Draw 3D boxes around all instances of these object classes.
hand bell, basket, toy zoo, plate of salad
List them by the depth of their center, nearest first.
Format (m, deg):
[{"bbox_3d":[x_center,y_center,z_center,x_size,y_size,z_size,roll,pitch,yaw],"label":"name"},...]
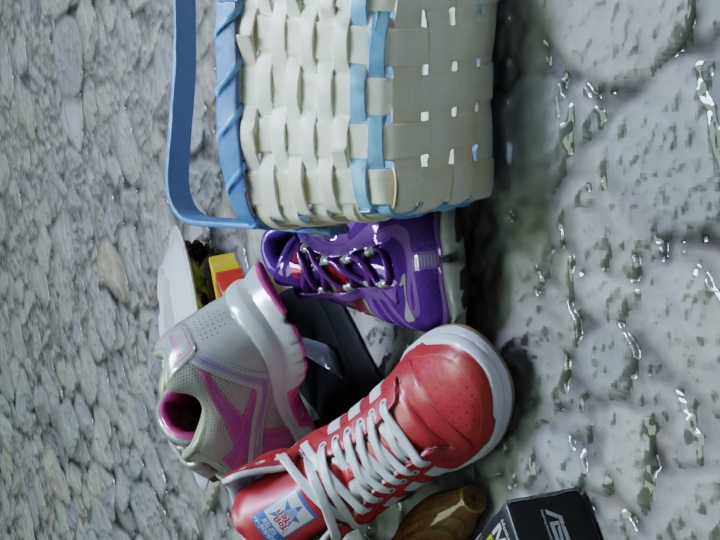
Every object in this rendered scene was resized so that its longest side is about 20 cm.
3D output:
[{"bbox_3d":[-0.027,-0.099,0.933,0.199,0.139,0.178,12,106,36],"label":"basket"},{"bbox_3d":[0.014,0.167,1.040,0.200,0.103,0.105,-46,52,47],"label":"hand bell"},{"bbox_3d":[-0.079,0.064,1.237,0.200,0.020,0.133,-129,29,-76],"label":"toy zoo"},{"bbox_3d":[-0.121,0.065,1.372,0.200,0.048,0.202,174,90,-79],"label":"plate of salad"}]

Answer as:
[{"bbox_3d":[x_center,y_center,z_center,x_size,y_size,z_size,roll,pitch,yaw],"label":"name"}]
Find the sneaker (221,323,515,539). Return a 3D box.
[{"bbox_3d":[-0.002,0.101,0.957,0.072,0.112,0.200,55,145,8],"label":"sneaker"}]

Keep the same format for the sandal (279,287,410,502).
[{"bbox_3d":[-0.022,0.070,1.127,0.200,0.042,0.077,-130,40,-55],"label":"sandal"}]

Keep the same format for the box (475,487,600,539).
[{"bbox_3d":[0.093,0.232,0.879,0.161,0.044,0.201,116,142,-53],"label":"box"}]

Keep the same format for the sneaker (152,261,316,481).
[{"bbox_3d":[-0.076,0.084,1.068,0.082,0.088,0.201,-121,15,-44],"label":"sneaker"}]

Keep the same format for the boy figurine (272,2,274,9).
[{"bbox_3d":[-0.035,-0.185,1.068,0.124,0.064,0.202,-131,37,-59],"label":"boy figurine"}]

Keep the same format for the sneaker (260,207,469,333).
[{"bbox_3d":[0.000,0.000,1.000,0.200,0.083,0.082,-176,80,-67],"label":"sneaker"}]
